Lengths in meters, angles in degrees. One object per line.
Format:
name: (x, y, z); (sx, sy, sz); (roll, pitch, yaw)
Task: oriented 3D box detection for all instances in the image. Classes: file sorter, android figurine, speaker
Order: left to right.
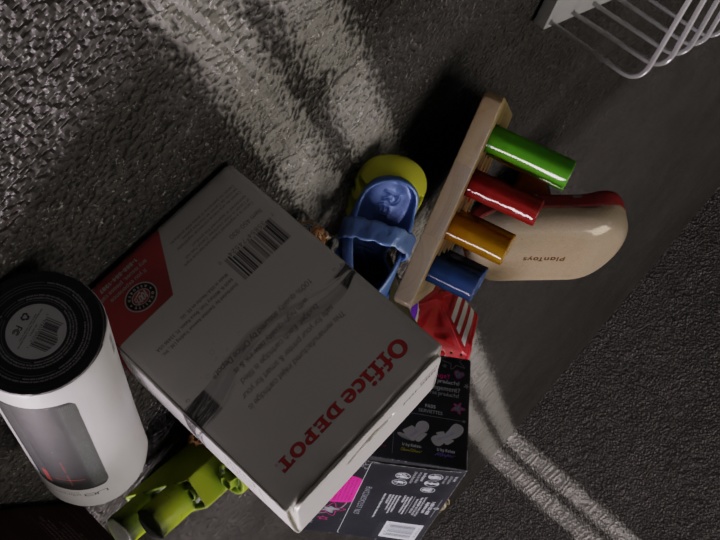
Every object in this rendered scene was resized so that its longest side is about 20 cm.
speaker: (-0.187, 0.082, 0.700); (0.081, 0.081, 0.200); (-42, 161, -23)
android figurine: (-0.132, 0.173, 0.983); (0.182, 0.041, 0.200); (-27, -172, 47)
file sorter: (0.288, -0.283, 1.042); (0.200, 0.124, 0.139); (-30, 153, -45)

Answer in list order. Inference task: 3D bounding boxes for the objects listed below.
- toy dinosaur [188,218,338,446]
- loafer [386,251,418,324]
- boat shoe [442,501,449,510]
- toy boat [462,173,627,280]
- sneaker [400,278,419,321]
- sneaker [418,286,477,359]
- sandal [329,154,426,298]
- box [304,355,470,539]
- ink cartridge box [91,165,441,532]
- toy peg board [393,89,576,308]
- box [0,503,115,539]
toy dinosaur: (-0.082, 0.053, 0.915); (0.200, 0.103, 0.136); (-39, 143, 14)
loafer: (0.030, 0.051, 1.068); (0.075, 0.069, 0.201); (-44, 131, -33)
boat shoe: (0.158, 0.501, 2.377); (0.072, 0.065, 0.200); (-50, 162, 0)
toy boat: (0.219, -0.068, 1.318); (0.198, 0.132, 0.131); (-1, 147, -8)
sneaker: (-0.013, 0.079, 1.126); (0.200, 0.069, 0.100); (-47, 160, -13)
sneaker: (0.058, 0.094, 1.249); (0.200, 0.115, 0.078); (-45, 162, -17)
sandal: (0.000, 0.000, 0.952); (0.087, 0.079, 0.201); (-87, -168, -54)
box: (0.019, 0.166, 1.028); (0.200, 0.131, 0.116); (108, -11, -57)
ink cartridge box: (-0.065, 0.052, 0.733); (0.147, 0.200, 0.083); (-44, 163, -17)
toy peg board: (0.126, -0.050, 1.032); (0.201, 0.097, 0.200); (-66, 172, 7)
box: (-0.255, 0.290, 0.808); (0.166, 0.164, 0.200); (-50, 162, 3)
